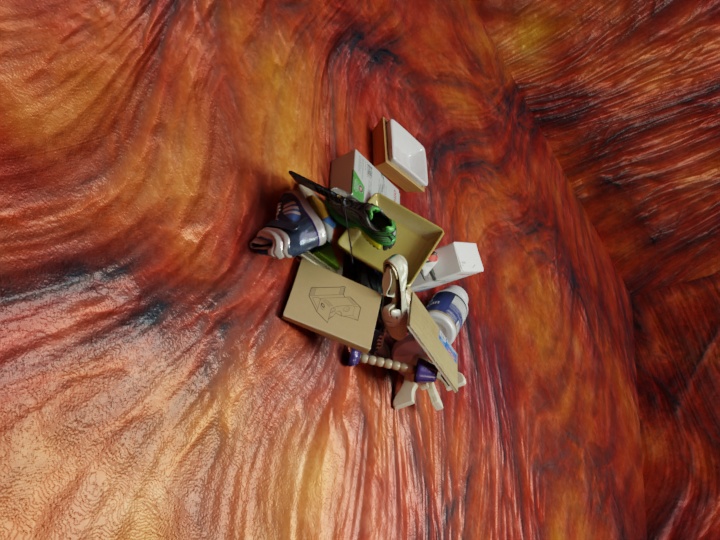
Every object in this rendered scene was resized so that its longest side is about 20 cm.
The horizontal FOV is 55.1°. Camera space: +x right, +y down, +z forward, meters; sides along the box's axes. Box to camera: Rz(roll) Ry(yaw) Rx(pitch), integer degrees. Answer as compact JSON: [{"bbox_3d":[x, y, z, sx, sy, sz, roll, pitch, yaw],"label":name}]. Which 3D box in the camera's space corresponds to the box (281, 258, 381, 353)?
[{"bbox_3d":[-0.057,0.076,1.481,0.199,0.021,0.164,24,46,-11],"label":"box"}]

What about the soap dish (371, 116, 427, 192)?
[{"bbox_3d":[0.112,-0.328,1.994,0.200,0.081,0.159,29,50,-46],"label":"soap dish"}]

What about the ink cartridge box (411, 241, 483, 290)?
[{"bbox_3d":[0.208,-0.007,1.852,0.144,0.199,0.085,-2,75,-57],"label":"ink cartridge box"}]

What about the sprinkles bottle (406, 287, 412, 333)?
[{"bbox_3d":[0.138,0.132,1.795,0.201,0.068,0.068,64,32,-9],"label":"sprinkles bottle"}]

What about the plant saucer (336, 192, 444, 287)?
[{"bbox_3d":[0.069,-0.065,1.639,0.199,0.049,0.200,31,57,8],"label":"plant saucer"}]

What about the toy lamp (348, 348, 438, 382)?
[{"bbox_3d":[0.075,0.211,1.549,0.058,0.198,0.059,14,90,-87],"label":"toy lamp"}]

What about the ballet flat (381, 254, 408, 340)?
[{"bbox_3d":[0.068,0.064,1.534,0.062,0.067,0.202,-18,110,-52],"label":"ballet flat"}]

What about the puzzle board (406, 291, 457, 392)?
[{"bbox_3d":[0.163,0.162,1.565,0.201,0.017,0.151,54,21,-18],"label":"puzzle board"}]

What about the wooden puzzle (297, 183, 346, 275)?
[{"bbox_3d":[-0.089,-0.089,1.601,0.185,0.037,0.201,36,45,-41],"label":"wooden puzzle"}]

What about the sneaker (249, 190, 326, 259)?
[{"bbox_3d":[-0.172,-0.094,1.441,0.200,0.145,0.081,48,-31,47],"label":"sneaker"}]

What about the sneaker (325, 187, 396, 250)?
[{"bbox_3d":[0.006,-0.136,1.593,0.199,0.085,0.078,34,56,12],"label":"sneaker"}]

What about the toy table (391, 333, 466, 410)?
[{"bbox_3d":[0.152,0.252,1.669,0.200,0.183,0.118,39,28,-46],"label":"toy table"}]

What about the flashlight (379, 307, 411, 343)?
[{"bbox_3d":[0.102,0.148,1.681,0.200,0.067,0.068,53,32,-56],"label":"flashlight"}]

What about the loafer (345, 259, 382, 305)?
[{"bbox_3d":[0.000,0.000,1.658,0.073,0.072,0.201,89,-10,-48],"label":"loafer"}]

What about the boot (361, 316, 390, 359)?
[{"bbox_3d":[0.031,0.158,1.597,0.200,0.090,0.073,36,45,-41],"label":"boot"}]

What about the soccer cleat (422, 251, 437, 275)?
[{"bbox_3d":[0.100,-0.048,1.749,0.199,0.086,0.069,20,30,-12],"label":"soccer cleat"}]

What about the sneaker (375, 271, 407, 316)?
[{"bbox_3d":[0.067,0.015,1.710,0.077,0.111,0.201,37,44,-40],"label":"sneaker"}]

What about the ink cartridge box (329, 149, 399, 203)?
[{"bbox_3d":[0.013,-0.187,1.764,0.200,0.083,0.148,37,44,-41],"label":"ink cartridge box"}]

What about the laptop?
[{"bbox_3d":[-0.079,-0.110,1.478,0.199,0.117,0.187,26,1,-1],"label":"laptop"}]

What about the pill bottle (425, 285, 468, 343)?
[{"bbox_3d":[0.233,0.121,1.905,0.112,0.110,0.200,61,33,-13],"label":"pill bottle"}]
